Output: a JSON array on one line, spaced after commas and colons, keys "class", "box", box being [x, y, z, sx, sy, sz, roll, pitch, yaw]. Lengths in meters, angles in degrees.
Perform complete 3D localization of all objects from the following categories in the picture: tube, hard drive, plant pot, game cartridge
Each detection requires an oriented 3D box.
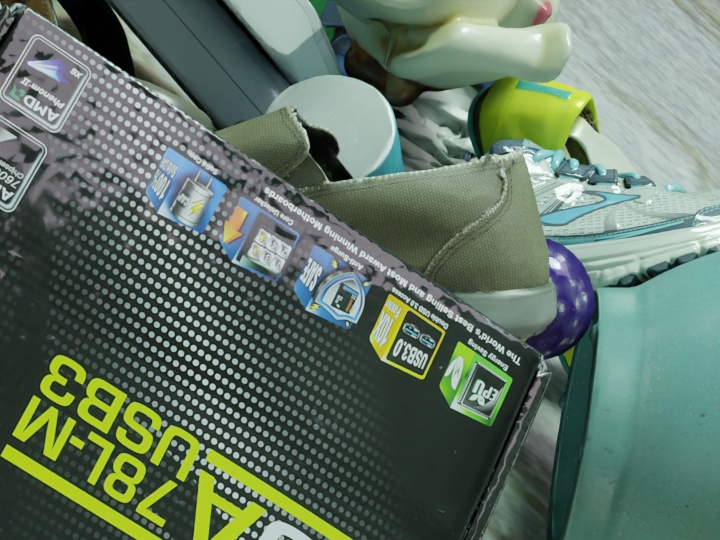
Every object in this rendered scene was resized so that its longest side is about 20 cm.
[{"class": "tube", "box": [0.000, 0.000, 1.028, 0.077, 0.050, 0.200, 55, -11, 31]}, {"class": "hard drive", "box": [-0.059, -0.130, 1.119, 0.132, 0.027, 0.200, 49, -1, 6]}, {"class": "plant pot", "box": [0.149, 0.075, 1.067, 0.134, 0.201, 0.200, 10, 21, 0]}, {"class": "game cartridge", "box": [-0.080, -0.107, 1.143, 0.133, 0.041, 0.200, 45, -1, -4]}]

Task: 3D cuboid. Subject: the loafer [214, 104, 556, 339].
[{"class": "loafer", "box": [-0.032, -0.021, 0.865, 0.200, 0.070, 0.075, 6, 7, 5]}]

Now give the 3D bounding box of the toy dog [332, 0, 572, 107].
[{"class": "toy dog", "box": [0.018, -0.141, 1.119, 0.194, 0.140, 0.200, 9, -17, 23]}]

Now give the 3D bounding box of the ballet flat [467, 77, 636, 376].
[{"class": "ballet flat", "box": [0.112, -0.008, 1.217, 0.067, 0.067, 0.200, -58, 134, -39]}]

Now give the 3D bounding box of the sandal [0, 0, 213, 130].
[{"class": "sandal", "box": [-0.126, -0.099, 1.074, 0.200, 0.055, 0.082, 28, 1, 44]}]

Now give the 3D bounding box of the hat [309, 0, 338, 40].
[{"class": "hat", "box": [-0.016, -0.219, 1.408, 0.165, 0.176, 0.200, 30, 21, -22]}]

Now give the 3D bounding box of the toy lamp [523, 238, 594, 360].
[{"class": "toy lamp", "box": [0.038, 0.031, 0.945, 0.058, 0.058, 0.200, 40, 19, 5]}]

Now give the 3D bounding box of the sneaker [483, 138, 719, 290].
[{"class": "sneaker", "box": [0.092, -0.023, 1.132, 0.078, 0.200, 0.086, 101, -26, -75]}]

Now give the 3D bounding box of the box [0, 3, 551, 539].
[{"class": "box", "box": [-0.065, 0.057, 0.729, 0.200, 0.048, 0.193, 35, 60, -14]}]

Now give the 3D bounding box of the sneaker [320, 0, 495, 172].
[{"class": "sneaker", "box": [0.032, -0.079, 1.226, 0.080, 0.147, 0.200, 30, 21, -23]}]
